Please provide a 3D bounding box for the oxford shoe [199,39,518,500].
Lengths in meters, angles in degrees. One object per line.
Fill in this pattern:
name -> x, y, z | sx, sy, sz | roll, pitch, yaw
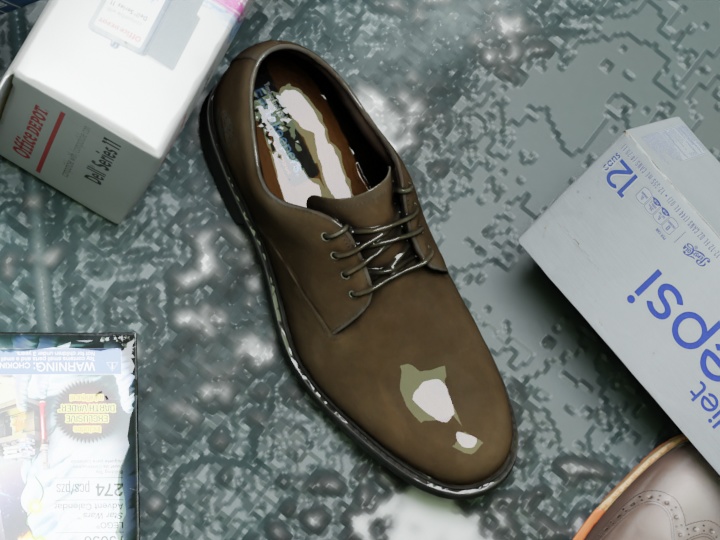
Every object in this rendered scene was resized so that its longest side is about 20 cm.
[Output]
oxford shoe -> 0.000, 0.000, 1.081 | 0.073, 0.084, 0.200 | -31, 85, -16

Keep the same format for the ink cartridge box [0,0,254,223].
ink cartridge box -> -0.085, -0.093, 1.070 | 0.067, 0.117, 0.200 | 30, 74, -5

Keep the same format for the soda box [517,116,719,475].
soda box -> 0.157, 0.036, 1.083 | 0.200, 0.063, 0.068 | 49, 116, 11

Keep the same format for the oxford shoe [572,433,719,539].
oxford shoe -> 0.102, 0.149, 1.067 | 0.071, 0.073, 0.200 | 29, 74, -1

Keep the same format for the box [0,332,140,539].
box -> -0.184, 0.093, 1.051 | 0.200, 0.040, 0.137 | 0, 78, -10

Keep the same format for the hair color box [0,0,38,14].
hair color box -> -0.227, -0.122, 1.045 | 0.200, 0.061, 0.100 | -18, 79, 13
